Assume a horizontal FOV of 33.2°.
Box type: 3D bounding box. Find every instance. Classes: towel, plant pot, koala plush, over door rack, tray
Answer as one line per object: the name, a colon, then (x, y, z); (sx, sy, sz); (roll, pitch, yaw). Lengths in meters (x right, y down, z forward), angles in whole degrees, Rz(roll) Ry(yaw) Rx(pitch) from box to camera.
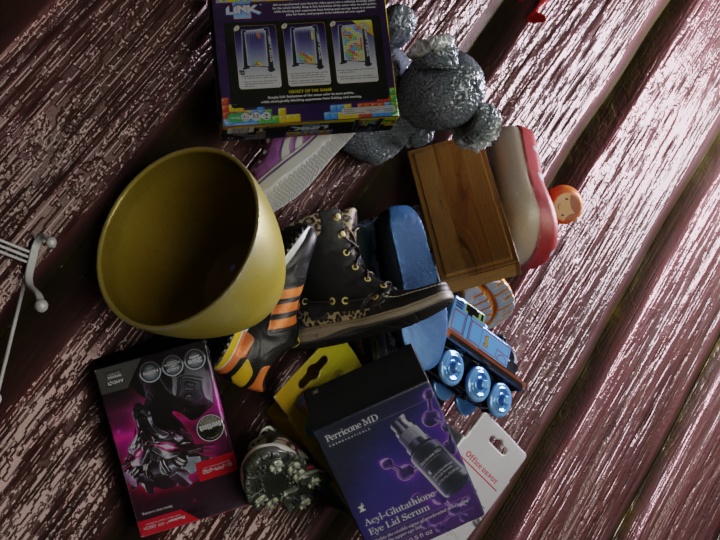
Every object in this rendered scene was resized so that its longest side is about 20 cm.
towel: (-0.161, 0.005, 1.388); (0.144, 0.024, 0.203); (-10, 98, -38)
plant pot: (-0.158, -0.008, 1.277); (0.142, 0.198, 0.202); (41, 66, -54)
koala plush: (0.074, -0.212, 1.452); (0.184, 0.199, 0.178); (-46, 121, -27)
over door rack: (-0.387, 0.038, 1.165); (0.147, 0.066, 0.202); (24, 77, -38)
tray: (0.128, -0.075, 1.512); (0.037, 0.098, 0.202); (69, 7, -59)

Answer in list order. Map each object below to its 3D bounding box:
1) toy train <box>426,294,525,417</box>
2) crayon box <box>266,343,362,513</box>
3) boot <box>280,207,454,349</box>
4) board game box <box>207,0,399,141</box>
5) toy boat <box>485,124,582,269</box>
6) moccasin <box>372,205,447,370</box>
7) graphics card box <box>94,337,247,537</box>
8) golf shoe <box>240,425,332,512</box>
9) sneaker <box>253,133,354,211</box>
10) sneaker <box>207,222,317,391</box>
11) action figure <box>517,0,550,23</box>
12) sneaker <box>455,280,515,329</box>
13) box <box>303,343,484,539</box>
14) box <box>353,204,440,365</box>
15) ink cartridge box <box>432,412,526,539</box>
toy train: (0.138, 0.114, 1.559); (0.199, 0.086, 0.115); (34, 65, -38)
crayon box: (-0.032, 0.183, 1.487); (0.127, 0.051, 0.201); (-45, 121, -28)
boot: (0.000, 0.000, 1.410); (0.073, 0.198, 0.152); (25, 51, -69)
board game box: (-0.066, -0.236, 1.345); (0.198, 0.057, 0.167); (-4, 79, -10)
toy boat: (0.231, -0.092, 1.589); (0.129, 0.131, 0.201); (8, 45, -10)
moccasin: (0.059, 0.023, 1.475); (0.080, 0.068, 0.203); (-2, 83, -30)
graphics card box: (-0.205, 0.177, 1.310); (0.124, 0.051, 0.202); (-14, 103, -9)
golf shoe: (-0.103, 0.220, 1.364); (0.077, 0.088, 0.200); (-42, 159, -1)
sneaker: (-0.091, -0.157, 1.403); (0.201, 0.114, 0.073); (-46, 165, -15)
sneaker: (-0.096, 0.043, 1.380); (0.090, 0.070, 0.201); (39, 75, -28)
action figure: (0.295, -0.438, 1.726); (0.066, 0.051, 0.201); (50, 60, -27)
sneaker: (0.151, 0.003, 1.618); (0.078, 0.078, 0.201); (-23, 132, 3)
box: (0.038, 0.214, 1.411); (0.147, 0.104, 0.201); (-25, 113, 0)
box: (0.044, 0.028, 1.549); (0.136, 0.037, 0.202); (-18, 105, -38)
ink cartridge box: (0.114, 0.282, 1.582); (0.200, 0.067, 0.116); (-51, 123, -10)
